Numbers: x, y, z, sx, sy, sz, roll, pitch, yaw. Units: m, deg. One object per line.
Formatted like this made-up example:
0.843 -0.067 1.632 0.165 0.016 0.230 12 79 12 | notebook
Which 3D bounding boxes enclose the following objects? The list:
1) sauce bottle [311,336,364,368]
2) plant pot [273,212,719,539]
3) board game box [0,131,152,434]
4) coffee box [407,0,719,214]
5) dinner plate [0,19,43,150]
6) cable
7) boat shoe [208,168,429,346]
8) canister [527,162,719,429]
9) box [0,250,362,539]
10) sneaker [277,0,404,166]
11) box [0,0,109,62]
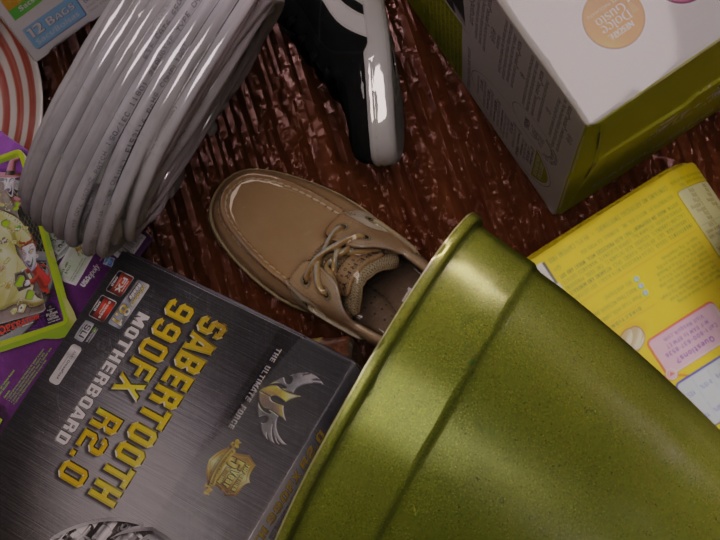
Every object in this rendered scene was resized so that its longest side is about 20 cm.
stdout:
-0.095 0.080 0.843 0.197 0.066 0.067 -7 78 8 | sauce bottle
0.086 0.109 0.709 0.192 0.200 0.202 30 82 8 | plant pot
-0.217 0.027 0.835 0.120 0.032 0.201 37 64 -7 | board game box
0.139 -0.179 0.816 0.199 0.200 0.199 -33 79 -4 | coffee box
-0.285 -0.091 0.911 0.197 0.024 0.203 0 79 2 | dinner plate
-0.103 -0.102 0.786 0.069 0.200 0.201 32 119 -4 | cable
0.000 0.000 0.855 0.199 0.065 0.072 31 82 8 | boat shoe
0.177 0.061 0.824 0.148 0.087 0.201 -31 77 -3 | canister
-0.108 0.108 0.767 0.157 0.048 0.201 24 73 28 | box
-0.038 -0.147 0.890 0.110 0.073 0.202 -9 70 5 | sneaker
-0.200 -0.231 0.856 0.112 0.102 0.200 -37 53 -5 | box
